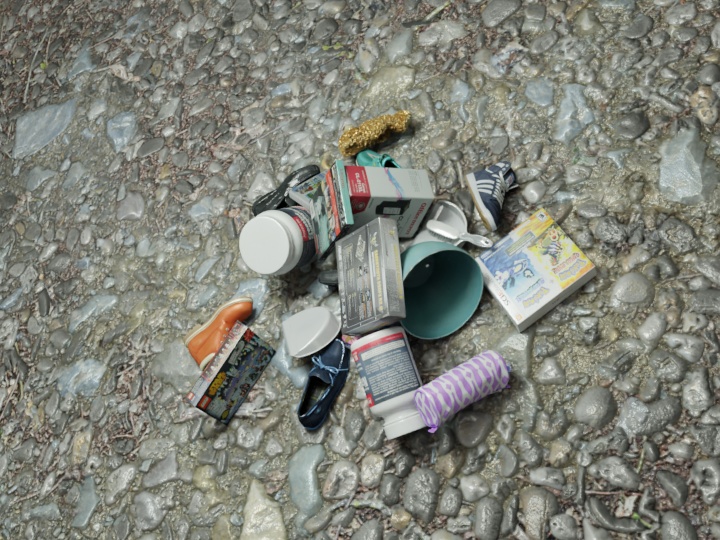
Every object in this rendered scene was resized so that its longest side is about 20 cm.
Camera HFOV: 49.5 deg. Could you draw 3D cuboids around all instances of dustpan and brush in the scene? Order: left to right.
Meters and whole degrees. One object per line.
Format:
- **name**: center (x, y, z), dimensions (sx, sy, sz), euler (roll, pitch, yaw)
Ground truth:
- **dustpan and brush**: center (-0.072, 0.117, 1.732), dimensions (0.198, 0.058, 0.140), euler (-33, 33, 4)
- **dustpan and brush**: center (0.206, -0.077, 1.699), dimensions (0.197, 0.057, 0.141), euler (23, 76, 31)

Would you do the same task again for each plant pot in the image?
- **plant pot**: center (0.139, 0.020, 1.627), dimensions (0.199, 0.201, 0.135), euler (-39, 34, 0)

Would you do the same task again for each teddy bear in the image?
- **teddy bear**: center (0.033, -0.344, 1.886), dimensions (0.196, 0.068, 0.146), euler (-19, 21, 13)

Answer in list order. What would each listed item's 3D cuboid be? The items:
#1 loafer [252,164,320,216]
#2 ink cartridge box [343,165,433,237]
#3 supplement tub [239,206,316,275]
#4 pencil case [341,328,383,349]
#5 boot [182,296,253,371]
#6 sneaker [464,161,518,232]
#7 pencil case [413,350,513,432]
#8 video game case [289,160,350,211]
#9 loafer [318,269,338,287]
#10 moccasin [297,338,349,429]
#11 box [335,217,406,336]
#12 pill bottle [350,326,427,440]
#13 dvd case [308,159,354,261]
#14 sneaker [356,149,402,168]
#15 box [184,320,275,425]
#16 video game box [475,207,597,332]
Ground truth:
- **loafer**: center (-0.175, -0.182, 1.921), dimensions (0.199, 0.068, 0.071), euler (-37, 70, 5)
- **ink cartridge box**: center (0.043, -0.148, 1.703), dimensions (0.195, 0.147, 0.084), euler (0, 56, -21)
- **supplement tub**: center (-0.176, -0.068, 1.769), dimensions (0.137, 0.200, 0.144), euler (3, 99, 18)
- **pencil case**: center (0.015, 0.069, 1.669), dimensions (0.083, 0.085, 0.205), euler (-166, 88, -70)
- **boot**: center (-0.315, 0.148, 1.818), dimensions (0.199, 0.075, 0.108), euler (-40, 59, 10)
- **sneaker**: center (0.295, -0.167, 1.686), dimensions (0.106, 0.071, 0.202), euler (-21, 35, 9)
- **pencil case**: center (0.198, 0.228, 1.508), dimensions (0.197, 0.084, 0.087), euler (-23, 98, -22)
- **video game case**: center (-0.039, -0.176, 1.841), dimensions (0.181, 0.022, 0.199), euler (-33, 52, -31)
- **loafer**: center (0.000, 0.000, 1.749), dimensions (0.196, 0.068, 0.072), euler (-5, 85, 14)
- **moccasin**: center (-0.077, 0.237, 1.666), dimensions (0.079, 0.068, 0.204), euler (6, 65, 26)
- **box**: center (0.017, 0.015, 1.571), dimensions (0.157, 0.048, 0.205), euler (-26, 63, 48)
- **pill bottle**: center (0.063, 0.226, 1.560), dimensions (0.117, 0.119, 0.204), euler (-21, 78, 11)
- **dvd case**: center (-0.066, -0.125, 1.681), dimensions (0.022, 0.200, 0.149), euler (-2, 68, -23)
- **sneaker**: center (0.059, -0.242, 1.832), dimensions (0.077, 0.081, 0.200), euler (-28, 44, -21)
- **box**: center (-0.283, 0.228, 1.719), dimensions (0.039, 0.137, 0.202), euler (25, 77, 34)
- **video game box**: center (0.354, -0.003, 1.618), dimensions (0.199, 0.047, 0.183), euler (-37, 59, 2)
